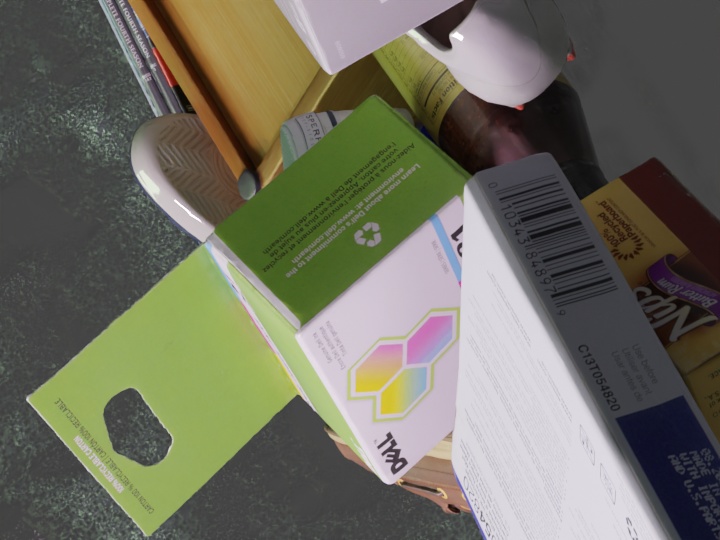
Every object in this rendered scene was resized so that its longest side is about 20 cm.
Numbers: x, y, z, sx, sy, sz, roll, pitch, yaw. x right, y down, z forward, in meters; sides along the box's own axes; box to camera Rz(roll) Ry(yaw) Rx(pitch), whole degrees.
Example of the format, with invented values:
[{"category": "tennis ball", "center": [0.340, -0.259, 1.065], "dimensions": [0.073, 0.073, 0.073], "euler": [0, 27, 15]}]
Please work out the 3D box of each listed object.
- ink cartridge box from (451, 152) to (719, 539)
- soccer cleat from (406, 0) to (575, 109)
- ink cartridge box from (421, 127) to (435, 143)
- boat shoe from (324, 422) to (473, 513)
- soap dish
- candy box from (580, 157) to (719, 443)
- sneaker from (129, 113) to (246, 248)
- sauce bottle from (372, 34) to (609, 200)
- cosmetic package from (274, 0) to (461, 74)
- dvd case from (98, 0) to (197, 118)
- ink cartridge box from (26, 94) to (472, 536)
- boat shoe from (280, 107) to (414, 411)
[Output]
[{"category": "ink cartridge box", "center": [0.091, 0.092, 0.767], "dimensions": [0.200, 0.040, 0.200], "euler": [91, 158, -54]}, {"category": "soccer cleat", "center": [0.016, -0.142, 0.853], "dimensions": [0.077, 0.069, 0.200], "euler": [31, -167, -52]}, {"category": "ink cartridge box", "center": [0.062, -0.023, 1.195], "dimensions": [0.198, 0.043, 0.200], "euler": [49, 177, -9]}, {"category": "boat shoe", "center": [0.045, 0.093, 1.024], "dimensions": [0.200, 0.072, 0.068], "euler": [-1, 117, 62]}, {"category": "soap dish", "center": [-0.040, -0.140, 1.052], "dimensions": [0.200, 0.081, 0.158], "euler": [57, 134, 23]}, {"category": "candy box", "center": [0.150, 0.065, 0.804], "dimensions": [0.117, 0.056, 0.200], "euler": [55, 173, 52]}, {"category": "sneaker", "center": [-0.070, -0.017, 1.125], "dimensions": [0.200, 0.084, 0.075], "euler": [35, -130, -40]}, {"category": "sauce bottle", "center": [0.060, -0.072, 0.891], "dimensions": [0.200, 0.066, 0.066], "euler": [56, 175, 31]}, {"category": "cosmetic package", "center": [-0.019, -0.179, 0.793], "dimensions": [0.200, 0.107, 0.090], "euler": [55, 174, 40]}, {"category": "dvd case", "center": [-0.105, -0.162, 1.179], "dimensions": [0.146, 0.022, 0.201], "euler": [-20, -97, -61]}, {"category": "ink cartridge box", "center": [-0.026, 0.044, 0.902], "dimensions": [0.076, 0.200, 0.148], "euler": [42, 169, 34]}, {"category": "boat shoe", "center": [0.000, 0.000, 1.001], "dimensions": [0.200, 0.066, 0.074], "euler": [92, 164, -54]}]
